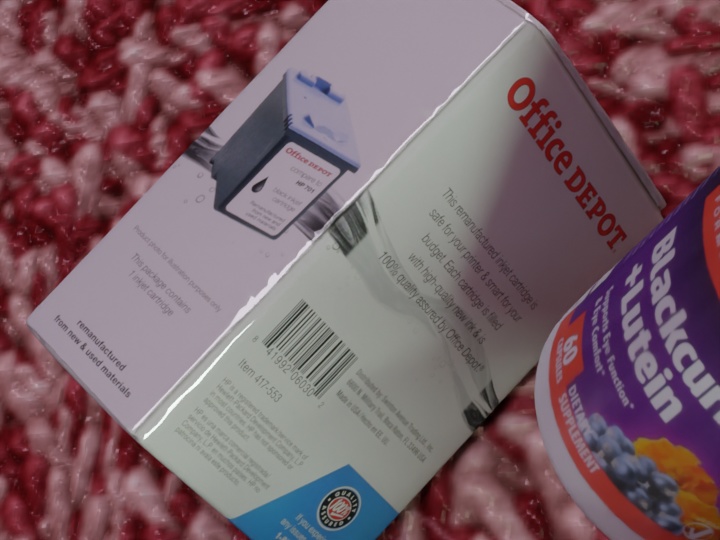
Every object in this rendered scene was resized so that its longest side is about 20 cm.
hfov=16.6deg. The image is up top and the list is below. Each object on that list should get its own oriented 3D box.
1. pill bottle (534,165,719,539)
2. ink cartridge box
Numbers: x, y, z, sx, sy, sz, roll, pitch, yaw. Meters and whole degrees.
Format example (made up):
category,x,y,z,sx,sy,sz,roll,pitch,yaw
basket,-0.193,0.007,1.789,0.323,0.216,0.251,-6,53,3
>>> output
category,x,y,z,sx,sy,sz,roll,pitch,yaw
pill bottle,0.150,0.009,0.791,0.200,0.111,0.112,-48,38,47
ink cartridge box,0.000,0.000,0.913,0.200,0.147,0.086,-48,50,-5
